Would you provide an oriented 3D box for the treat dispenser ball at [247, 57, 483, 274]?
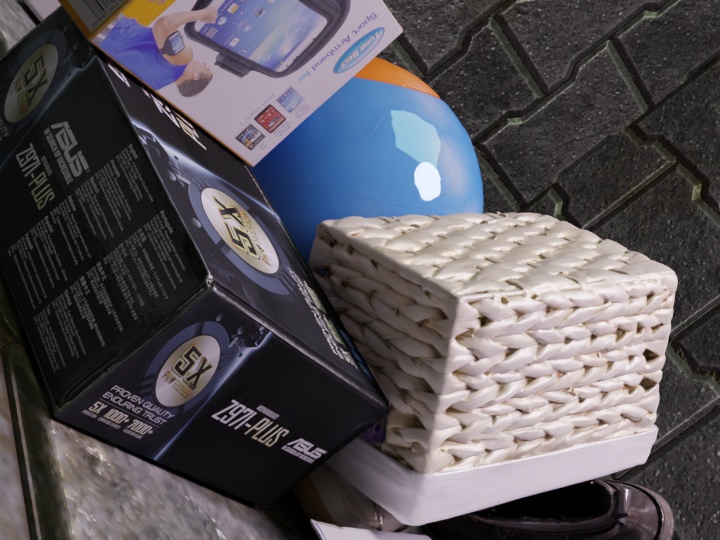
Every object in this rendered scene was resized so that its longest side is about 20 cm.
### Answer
[{"bbox_3d":[-0.017,-0.046,0.775,0.201,0.201,0.201,51,7,-9],"label":"treat dispenser ball"}]

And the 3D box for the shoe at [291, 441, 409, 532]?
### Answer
[{"bbox_3d":[0.008,0.126,0.687,0.070,0.053,0.200,54,7,16],"label":"shoe"}]

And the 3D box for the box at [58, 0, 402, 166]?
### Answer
[{"bbox_3d":[-0.053,-0.127,0.589,0.042,0.119,0.200,52,7,25],"label":"box"}]

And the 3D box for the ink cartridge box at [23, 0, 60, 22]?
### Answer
[{"bbox_3d":[-0.156,-0.158,0.907,0.200,0.085,0.146,53,7,-8],"label":"ink cartridge box"}]

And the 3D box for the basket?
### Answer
[{"bbox_3d":[0.069,0.043,0.645,0.199,0.124,0.135,-5,24,-39],"label":"basket"}]

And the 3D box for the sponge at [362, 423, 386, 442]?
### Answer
[{"bbox_3d":[0.073,0.126,0.889,0.030,0.112,0.200,13,-20,38],"label":"sponge"}]

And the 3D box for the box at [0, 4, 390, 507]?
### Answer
[{"bbox_3d":[-0.094,-0.005,0.555,0.164,0.086,0.200,41,13,-53],"label":"box"}]

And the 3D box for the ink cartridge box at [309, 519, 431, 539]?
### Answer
[{"bbox_3d":[0.045,0.213,0.541,0.198,0.043,0.200,55,6,23],"label":"ink cartridge box"}]

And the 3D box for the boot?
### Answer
[{"bbox_3d":[0.101,0.151,0.748,0.174,0.199,0.070,28,61,-54],"label":"boot"}]
